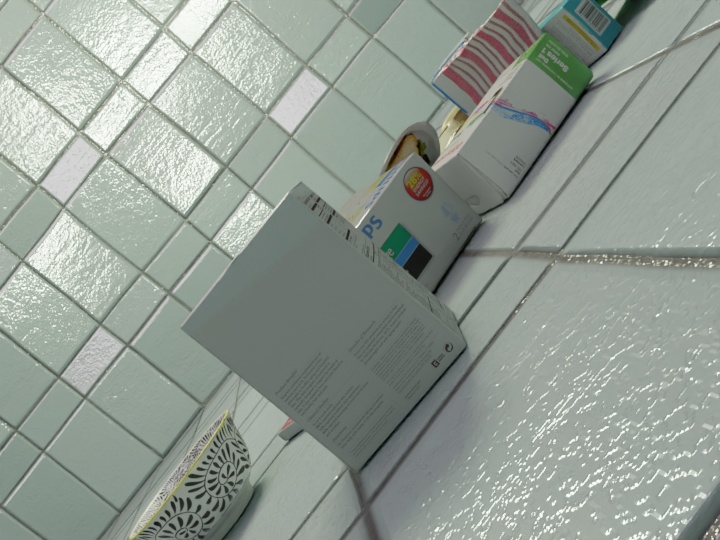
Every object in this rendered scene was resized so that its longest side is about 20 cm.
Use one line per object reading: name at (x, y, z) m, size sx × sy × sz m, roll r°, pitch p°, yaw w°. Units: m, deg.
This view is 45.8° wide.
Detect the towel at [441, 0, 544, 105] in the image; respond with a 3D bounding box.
towel at (0.205, -0.278, 1.200) m, size 0.030 × 0.146 × 0.200 m, roll -44°, pitch 3°, yaw -24°

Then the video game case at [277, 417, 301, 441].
video game case at (-0.032, 0.132, 1.163) m, size 0.143 × 0.017 × 0.201 m, roll -44°, pitch 10°, yaw 50°

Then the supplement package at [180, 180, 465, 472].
supplement package at (-0.031, 0.043, 0.788) m, size 0.152 × 0.199 × 0.151 m, roll -49°, pitch 6°, yaw 8°

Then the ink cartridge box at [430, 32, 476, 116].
ink cartridge box at (0.206, -0.319, 1.449) m, size 0.086 × 0.146 × 0.200 m, roll -49°, pitch 6°, yaw 24°

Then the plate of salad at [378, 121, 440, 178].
plate of salad at (0.084, -0.134, 1.349) m, size 0.200 × 0.048 × 0.202 m, roll -39°, pitch -41°, yaw -44°

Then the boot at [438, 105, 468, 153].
boot at (0.181, -0.234, 1.487) m, size 0.201 × 0.072 × 0.155 m, roll -60°, pitch 7°, yaw -16°

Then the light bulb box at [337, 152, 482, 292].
light bulb box at (0.016, -0.012, 1.064) m, size 0.199 × 0.125 × 0.200 m, roll -54°, pitch 13°, yaw -23°

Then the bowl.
bowl at (-0.201, 0.291, 1.110) m, size 0.201 × 0.094 × 0.201 m, roll -50°, pitch 6°, yaw 8°

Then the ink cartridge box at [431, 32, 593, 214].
ink cartridge box at (0.180, -0.175, 1.068) m, size 0.201 × 0.084 × 0.145 m, roll -53°, pitch 6°, yaw -14°

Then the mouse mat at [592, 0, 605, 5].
mouse mat at (0.365, -0.399, 1.160) m, size 0.199 × 0.008 × 0.161 m, roll -39°, pitch 1°, yaw -24°

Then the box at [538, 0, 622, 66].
box at (0.266, -0.298, 1.177) m, size 0.049 × 0.082 × 0.200 m, roll -51°, pitch 5°, yaw -23°
